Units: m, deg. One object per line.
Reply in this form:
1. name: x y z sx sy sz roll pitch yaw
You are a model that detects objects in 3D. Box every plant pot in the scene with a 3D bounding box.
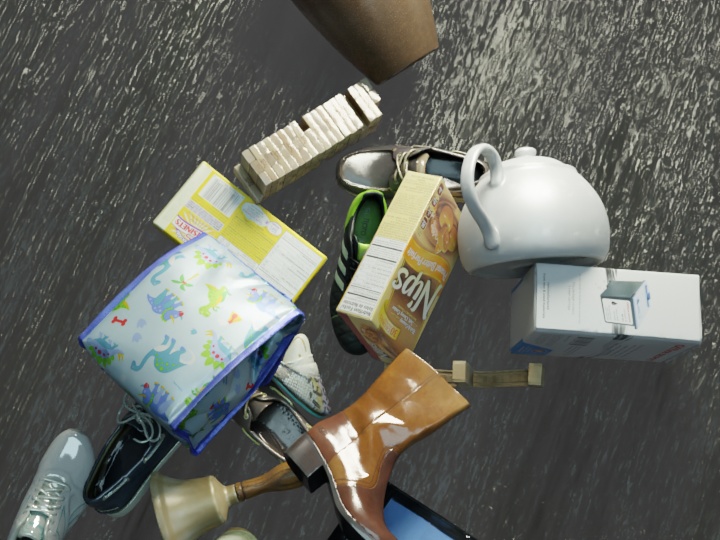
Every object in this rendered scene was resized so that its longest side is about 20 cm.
1. plant pot: 0.009 -0.342 1.474 0.186 0.187 0.202 -32 97 -10

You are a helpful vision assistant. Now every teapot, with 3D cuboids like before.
1. teapot: 0.201 -0.075 1.409 0.194 0.200 0.149 -4 82 -6

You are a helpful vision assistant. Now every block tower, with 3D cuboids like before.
1. block tower: -0.061 -0.161 1.466 0.199 0.058 0.054 -34 81 -16

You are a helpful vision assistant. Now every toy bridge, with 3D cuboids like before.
1. toy bridge: 0.124 0.127 1.423 0.197 0.067 0.028 -1 77 15

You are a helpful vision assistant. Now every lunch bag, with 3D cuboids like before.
1. lunch bag: -0.185 0.074 1.334 0.169 0.128 0.200 37 76 20

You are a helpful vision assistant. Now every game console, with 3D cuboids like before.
1. game console: 0.017 0.319 1.303 0.199 0.119 0.173 26 73 40

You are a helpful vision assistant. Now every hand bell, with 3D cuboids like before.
1. hand bell: -0.131 0.250 1.348 0.197 0.104 0.106 -19 80 -2

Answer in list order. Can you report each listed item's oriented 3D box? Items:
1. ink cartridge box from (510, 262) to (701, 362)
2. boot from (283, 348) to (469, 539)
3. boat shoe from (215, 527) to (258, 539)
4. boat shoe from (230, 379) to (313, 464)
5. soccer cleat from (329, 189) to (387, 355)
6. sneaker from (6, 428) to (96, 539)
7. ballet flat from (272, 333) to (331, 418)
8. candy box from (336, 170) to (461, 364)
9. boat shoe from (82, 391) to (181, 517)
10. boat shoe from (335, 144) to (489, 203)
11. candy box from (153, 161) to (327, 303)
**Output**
1. ink cartridge box: 0.289 0.055 1.414 0.197 0.147 0.087 3 76 -5
2. boot: 0.044 0.210 1.318 0.199 0.069 0.188 -36 59 -18
3. boat shoe: -0.099 0.382 1.342 0.073 0.063 0.201 -44 82 18
4. boat shoe: -0.114 0.170 1.400 0.200 0.060 0.072 45 79 5
5. soccer cleat: 0.000 0.000 1.433 0.066 0.081 0.203 6 80 -3
6. sneaker: -0.357 0.279 1.348 0.069 0.080 0.203 18 76 1
7. ballet flat: -0.102 0.092 1.408 0.199 0.072 0.072 38 78 5
8. candy box: 0.055 -0.002 1.407 0.055 0.116 0.202 12 65 33
9. boat shoe: -0.256 0.190 1.375 0.074 0.062 0.201 30 79 30
10. boat shoe: 0.068 -0.128 1.472 0.197 0.073 0.076 0 78 -5
11. candy box: -0.148 -0.035 1.458 0.199 0.026 0.103 38 78 4
